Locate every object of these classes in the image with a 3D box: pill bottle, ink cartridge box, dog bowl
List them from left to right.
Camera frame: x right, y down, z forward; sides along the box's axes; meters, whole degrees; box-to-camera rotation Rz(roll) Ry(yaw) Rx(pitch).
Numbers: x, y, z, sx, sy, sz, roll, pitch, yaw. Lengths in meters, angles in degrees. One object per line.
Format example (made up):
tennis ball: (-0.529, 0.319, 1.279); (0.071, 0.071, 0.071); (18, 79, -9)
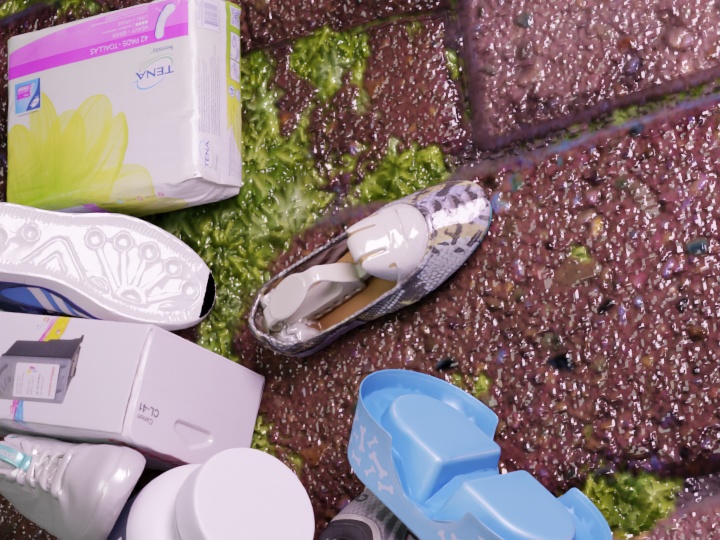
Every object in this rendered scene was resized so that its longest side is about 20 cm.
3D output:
ink cartridge box: (-0.192, 0.089, 1.427); (0.200, 0.148, 0.086); (2, 74, 34)
pill bottle: (-0.118, 0.200, 1.341); (0.200, 0.119, 0.120); (-42, 59, 45)
dog bowl: (0.070, 0.142, 1.268); (0.200, 0.111, 0.050); (41, 118, 32)

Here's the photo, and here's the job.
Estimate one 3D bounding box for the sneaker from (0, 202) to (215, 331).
sneaker: (-0.214, 0.005, 1.507); (0.200, 0.146, 0.081); (14, 76, -8)

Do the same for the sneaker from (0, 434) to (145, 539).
sneaker: (-0.215, 0.143, 1.358); (0.075, 0.088, 0.200); (-62, 18, -20)

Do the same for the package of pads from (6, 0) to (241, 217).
package of pads: (-0.182, -0.116, 1.506); (0.200, 0.068, 0.155); (-10, 76, 33)

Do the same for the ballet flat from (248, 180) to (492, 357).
ballet flat: (0.000, 0.000, 1.362); (0.200, 0.072, 0.072); (-33, 65, 25)

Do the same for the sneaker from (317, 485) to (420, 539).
sneaker: (0.041, 0.217, 1.274); (0.087, 0.074, 0.200); (-32, 55, -14)
